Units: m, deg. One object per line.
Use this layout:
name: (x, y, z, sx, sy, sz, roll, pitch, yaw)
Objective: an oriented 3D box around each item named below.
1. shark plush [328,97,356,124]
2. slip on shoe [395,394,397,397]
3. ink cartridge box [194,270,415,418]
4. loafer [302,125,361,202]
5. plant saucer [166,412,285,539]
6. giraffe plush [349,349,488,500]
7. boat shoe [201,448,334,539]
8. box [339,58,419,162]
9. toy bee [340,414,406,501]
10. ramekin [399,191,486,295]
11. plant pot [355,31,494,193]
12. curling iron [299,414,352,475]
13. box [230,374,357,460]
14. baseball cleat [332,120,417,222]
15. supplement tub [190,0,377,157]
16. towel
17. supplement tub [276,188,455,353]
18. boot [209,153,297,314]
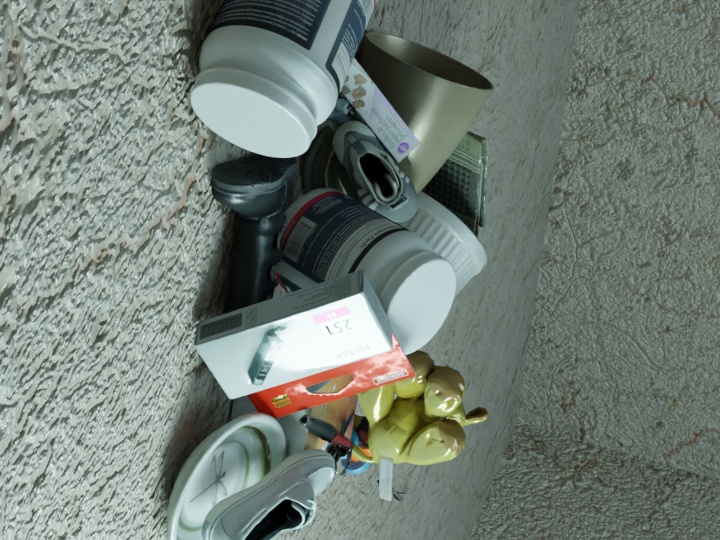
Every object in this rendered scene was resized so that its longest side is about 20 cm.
shark plush: (-0.046, -0.187, 1.377, 0.200, 0.083, 0.091, 56, 50, -69)
slip on shoe: (0.040, 0.169, 1.712, 0.061, 0.074, 0.200, -64, 162, -18)
ink cartridge box: (-0.057, 0.100, 1.304, 0.044, 0.199, 0.174, -91, 159, -51)
loafer: (-0.027, -0.105, 1.536, 0.201, 0.069, 0.075, 84, 26, -51)
plant saucer: (-0.166, 0.250, 1.365, 0.200, 0.050, 0.201, -39, 141, -42)
giraffe plush: (0.088, 0.191, 1.577, 0.162, 0.172, 0.201, -16, 126, -56)
boat shoe: (-0.090, 0.276, 1.370, 0.200, 0.071, 0.070, -25, 132, -42)
box: (0.003, -0.211, 1.439, 0.039, 0.041, 0.200, -43, 130, 0)
toy bee: (0.008, 0.239, 1.690, 0.109, 0.199, 0.131, -53, 161, -17)
ramekin: (0.075, -0.030, 1.733, 0.105, 0.200, 0.200, -52, 158, -14)
plant pot: (0.055, -0.193, 1.599, 0.201, 0.187, 0.187, -66, 168, 20)
curling iron: (-0.040, 0.211, 1.459, 0.200, 0.025, 0.050, 65, 40, -65)
box: (-0.083, 0.185, 1.532, 0.200, 0.106, 0.153, -31, 133, -67)
baseball cleat: (0.028, -0.099, 1.467, 0.070, 0.107, 0.200, -37, 140, 7)
supplement tub: (-0.072, -0.227, 1.149, 0.141, 0.140, 0.201, 70, 37, -63)
towel: (0.106, -0.146, 1.732, 0.034, 0.199, 0.193, -33, 139, -37)
supplement tub: (0.000, 0.000, 1.408, 0.140, 0.200, 0.141, -31, 137, -34)
boot: (-0.128, -0.019, 1.298, 0.165, 0.065, 0.201, -32, 139, -65)
